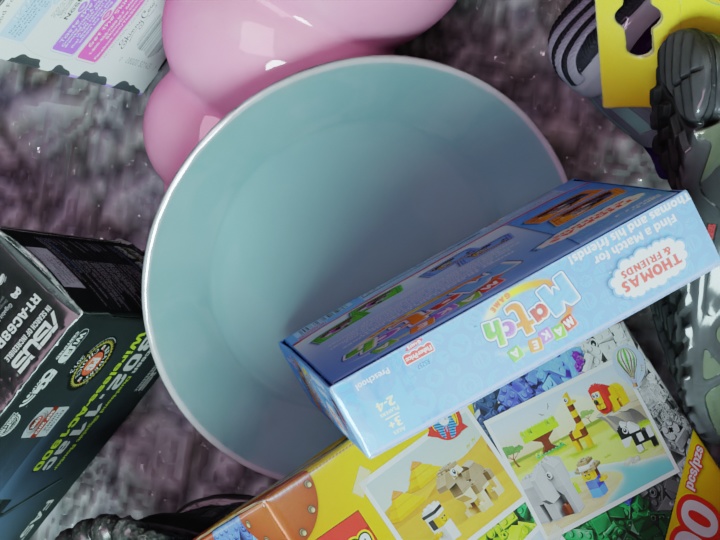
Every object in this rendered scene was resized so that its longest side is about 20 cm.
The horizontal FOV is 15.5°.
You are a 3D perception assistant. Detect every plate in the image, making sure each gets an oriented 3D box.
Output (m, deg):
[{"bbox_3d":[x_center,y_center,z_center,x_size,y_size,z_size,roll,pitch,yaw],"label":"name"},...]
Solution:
[{"bbox_3d":[0.000,0.000,1.159,0.199,0.026,0.201,-6,112,-14],"label":"plate"}]

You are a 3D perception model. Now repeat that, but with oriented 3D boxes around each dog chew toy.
[{"bbox_3d":[-0.032,-0.113,1.173,0.124,0.124,0.200,34,106,15],"label":"dog chew toy"}]

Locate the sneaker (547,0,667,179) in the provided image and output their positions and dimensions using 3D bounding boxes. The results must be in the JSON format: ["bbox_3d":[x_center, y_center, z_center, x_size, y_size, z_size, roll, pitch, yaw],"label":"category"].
[{"bbox_3d":[0.176,-0.134,1.148,0.200,0.074,0.088,-43,112,2],"label":"sneaker"}]

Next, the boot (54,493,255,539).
[{"bbox_3d":[-0.019,0.138,1.137,0.210,0.158,0.080,-3,88,16],"label":"boot"}]

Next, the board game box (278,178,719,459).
[{"bbox_3d":[0.048,0.014,1.055,0.151,0.200,0.037,-29,95,-4],"label":"board game box"}]

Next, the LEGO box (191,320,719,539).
[{"bbox_3d":[0.053,0.118,1.086,0.149,0.200,0.077,57,144,1],"label":"LEGO box"}]

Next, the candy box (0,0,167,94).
[{"bbox_3d":[-0.172,-0.164,1.171,0.168,0.200,0.072,41,100,13],"label":"candy box"}]

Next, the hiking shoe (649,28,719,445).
[{"bbox_3d":[0.171,-0.010,1.069,0.100,0.076,0.201,-7,129,-4],"label":"hiking shoe"}]

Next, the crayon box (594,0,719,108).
[{"bbox_3d":[0.189,-0.125,1.037,0.199,0.127,0.051,-5,58,4],"label":"crayon box"}]

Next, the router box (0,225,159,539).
[{"bbox_3d":[-0.174,0.075,1.190,0.062,0.150,0.200,42,100,14],"label":"router box"}]
